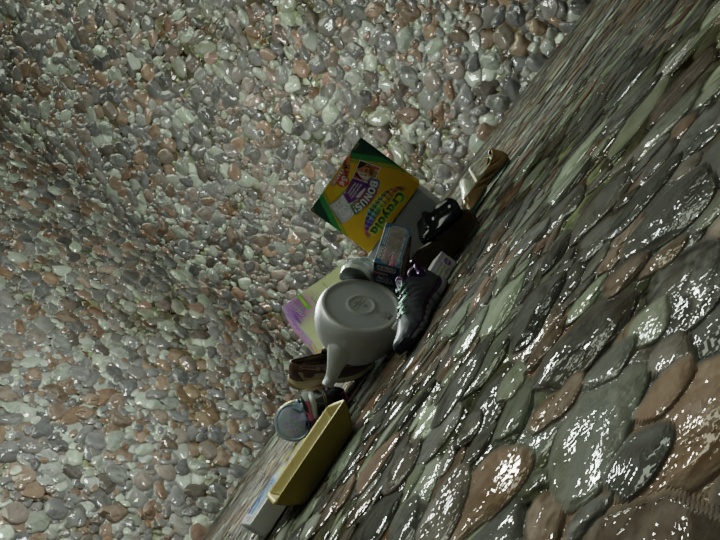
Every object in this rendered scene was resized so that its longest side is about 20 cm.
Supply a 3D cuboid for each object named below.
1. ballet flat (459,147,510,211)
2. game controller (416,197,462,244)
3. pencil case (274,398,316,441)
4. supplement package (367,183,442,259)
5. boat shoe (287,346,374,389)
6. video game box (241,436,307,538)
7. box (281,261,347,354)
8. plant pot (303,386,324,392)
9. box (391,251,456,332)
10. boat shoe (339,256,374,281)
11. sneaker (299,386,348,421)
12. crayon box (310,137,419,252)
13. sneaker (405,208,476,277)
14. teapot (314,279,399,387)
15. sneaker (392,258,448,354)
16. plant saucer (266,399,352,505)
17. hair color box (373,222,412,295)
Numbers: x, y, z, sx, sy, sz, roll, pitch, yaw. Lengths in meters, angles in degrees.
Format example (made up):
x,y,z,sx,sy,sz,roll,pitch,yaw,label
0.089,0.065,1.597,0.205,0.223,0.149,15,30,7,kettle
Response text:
x,y,z,sx,sy,sz,roll,pitch,yaw,label
0.290,-0.222,1.709,0.201,0.072,0.068,-55,2,-10,ballet flat
0.168,-0.109,1.487,0.104,0.042,0.200,-28,12,10,game controller
-0.131,0.329,1.558,0.200,0.082,0.092,45,-131,-79,pencil case
0.140,-0.081,1.681,0.201,0.151,0.151,-54,2,13,supplement package
-0.060,0.193,1.475,0.072,0.198,0.073,-134,40,-57,boat shoe
-0.157,0.432,1.386,0.200,0.047,0.182,-55,3,-24,video game box
-0.052,0.108,1.649,0.199,0.176,0.097,-34,-41,-15,box
-0.045,0.238,1.629,0.199,0.028,0.200,-34,-5,-4,plant pot
0.124,0.046,1.332,0.200,0.039,0.041,-55,3,-38,box
0.002,0.000,1.525,0.202,0.074,0.065,46,-126,-74,boat shoe
-0.063,0.287,1.487,0.086,0.081,0.200,-16,-10,4,sneaker
0.011,-0.174,1.609,0.200,0.172,0.058,-53,5,16,crayon box
0.173,-0.054,1.537,0.200,0.071,0.112,-47,5,2,sneaker
-0.005,0.122,1.429,0.198,0.198,0.147,-118,28,-46,teapot
0.083,0.063,1.236,0.075,0.087,0.200,-53,1,44,sneaker
-0.082,0.327,1.213,0.200,0.048,0.200,-54,0,-18,plant saucer
0.069,-0.008,1.510,0.200,0.060,0.101,86,-160,-64,hair color box
